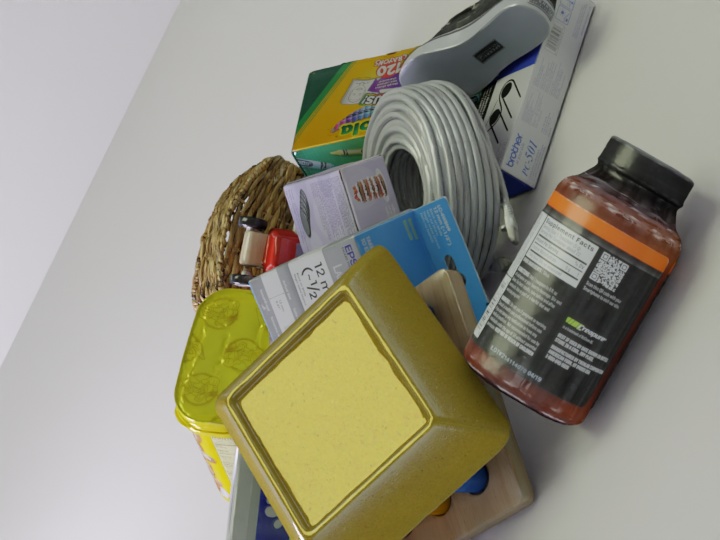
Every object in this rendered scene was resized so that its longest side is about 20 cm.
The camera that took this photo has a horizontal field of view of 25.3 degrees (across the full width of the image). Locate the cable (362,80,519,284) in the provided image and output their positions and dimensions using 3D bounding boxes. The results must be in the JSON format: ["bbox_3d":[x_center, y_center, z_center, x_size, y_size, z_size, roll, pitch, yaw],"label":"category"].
[{"bbox_3d":[0.063,-0.072,1.480,0.200,0.068,0.202,138,121,-63],"label":"cable"}]

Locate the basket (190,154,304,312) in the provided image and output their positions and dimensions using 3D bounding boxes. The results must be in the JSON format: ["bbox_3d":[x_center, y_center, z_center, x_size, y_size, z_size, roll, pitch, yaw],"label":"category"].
[{"bbox_3d":[-0.127,-0.019,1.891,0.149,0.142,0.202,-21,45,60],"label":"basket"}]

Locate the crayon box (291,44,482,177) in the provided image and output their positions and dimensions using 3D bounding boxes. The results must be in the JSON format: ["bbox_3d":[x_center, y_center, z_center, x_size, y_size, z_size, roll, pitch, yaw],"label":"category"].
[{"bbox_3d":[0.035,-0.164,1.649,0.198,0.058,0.120,-10,47,24],"label":"crayon box"}]

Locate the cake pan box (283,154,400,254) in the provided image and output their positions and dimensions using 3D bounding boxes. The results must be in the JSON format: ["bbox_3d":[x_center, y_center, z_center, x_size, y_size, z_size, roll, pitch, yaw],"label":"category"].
[{"bbox_3d":[0.000,0.000,1.510,0.184,0.052,0.202,171,81,-73],"label":"cake pan box"}]

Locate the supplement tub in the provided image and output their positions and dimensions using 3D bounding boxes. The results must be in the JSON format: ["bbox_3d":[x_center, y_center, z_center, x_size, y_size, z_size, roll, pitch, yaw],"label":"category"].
[{"bbox_3d":[0.166,0.005,1.182,0.201,0.106,0.107,-60,20,7],"label":"supplement tub"}]

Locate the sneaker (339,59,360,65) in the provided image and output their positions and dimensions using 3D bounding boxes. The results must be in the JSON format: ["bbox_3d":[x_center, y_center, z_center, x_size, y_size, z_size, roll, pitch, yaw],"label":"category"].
[{"bbox_3d":[-0.003,-0.224,1.926,0.071,0.082,0.200,-60,20,7],"label":"sneaker"}]

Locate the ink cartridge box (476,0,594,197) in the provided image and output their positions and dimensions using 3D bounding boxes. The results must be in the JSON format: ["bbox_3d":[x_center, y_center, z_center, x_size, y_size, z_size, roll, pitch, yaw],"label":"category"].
[{"bbox_3d":[0.152,-0.166,1.518,0.094,0.044,0.202,-18,48,61],"label":"ink cartridge box"}]

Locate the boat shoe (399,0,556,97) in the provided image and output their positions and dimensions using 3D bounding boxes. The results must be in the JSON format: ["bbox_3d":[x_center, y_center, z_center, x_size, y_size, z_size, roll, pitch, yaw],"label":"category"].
[{"bbox_3d":[0.114,-0.226,1.527,0.199,0.070,0.067,-31,29,50],"label":"boat shoe"}]

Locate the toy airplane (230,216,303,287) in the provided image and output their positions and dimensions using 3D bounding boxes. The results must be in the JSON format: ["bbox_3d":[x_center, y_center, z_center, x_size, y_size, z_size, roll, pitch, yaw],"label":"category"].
[{"bbox_3d":[-0.048,-0.006,1.729,0.200,0.139,0.202,-70,-18,-48],"label":"toy airplane"}]

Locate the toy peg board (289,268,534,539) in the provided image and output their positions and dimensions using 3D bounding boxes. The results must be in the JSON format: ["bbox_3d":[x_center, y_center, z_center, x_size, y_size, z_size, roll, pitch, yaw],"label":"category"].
[{"bbox_3d":[0.009,0.130,1.273,0.199,0.097,0.202,-36,61,37],"label":"toy peg board"}]

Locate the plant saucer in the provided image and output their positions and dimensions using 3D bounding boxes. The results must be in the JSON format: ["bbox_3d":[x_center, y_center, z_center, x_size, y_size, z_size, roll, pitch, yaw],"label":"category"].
[{"bbox_3d":[-0.015,0.110,1.224,0.200,0.048,0.201,-44,59,15],"label":"plant saucer"}]

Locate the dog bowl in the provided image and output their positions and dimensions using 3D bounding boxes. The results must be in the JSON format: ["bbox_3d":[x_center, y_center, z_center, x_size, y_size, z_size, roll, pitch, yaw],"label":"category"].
[{"bbox_3d":[-0.081,0.239,1.436,0.200,0.078,0.203,-173,90,-86],"label":"dog bowl"}]

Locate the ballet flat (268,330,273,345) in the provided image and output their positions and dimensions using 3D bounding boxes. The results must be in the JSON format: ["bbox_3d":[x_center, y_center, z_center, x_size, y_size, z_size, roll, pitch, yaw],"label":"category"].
[{"bbox_3d":[-0.051,0.083,1.559,0.201,0.067,0.068,79,171,-59],"label":"ballet flat"}]

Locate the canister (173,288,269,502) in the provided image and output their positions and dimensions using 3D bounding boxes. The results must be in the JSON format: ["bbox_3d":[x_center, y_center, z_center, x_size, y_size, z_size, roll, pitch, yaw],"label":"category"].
[{"bbox_3d":[-0.118,0.134,1.618,0.201,0.085,0.150,77,-158,-56],"label":"canister"}]

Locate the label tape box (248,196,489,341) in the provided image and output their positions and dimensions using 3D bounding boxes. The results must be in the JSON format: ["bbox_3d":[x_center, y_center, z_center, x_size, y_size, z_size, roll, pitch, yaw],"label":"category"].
[{"bbox_3d":[0.012,0.038,1.385,0.199,0.145,0.066,-22,1,42],"label":"label tape box"}]
